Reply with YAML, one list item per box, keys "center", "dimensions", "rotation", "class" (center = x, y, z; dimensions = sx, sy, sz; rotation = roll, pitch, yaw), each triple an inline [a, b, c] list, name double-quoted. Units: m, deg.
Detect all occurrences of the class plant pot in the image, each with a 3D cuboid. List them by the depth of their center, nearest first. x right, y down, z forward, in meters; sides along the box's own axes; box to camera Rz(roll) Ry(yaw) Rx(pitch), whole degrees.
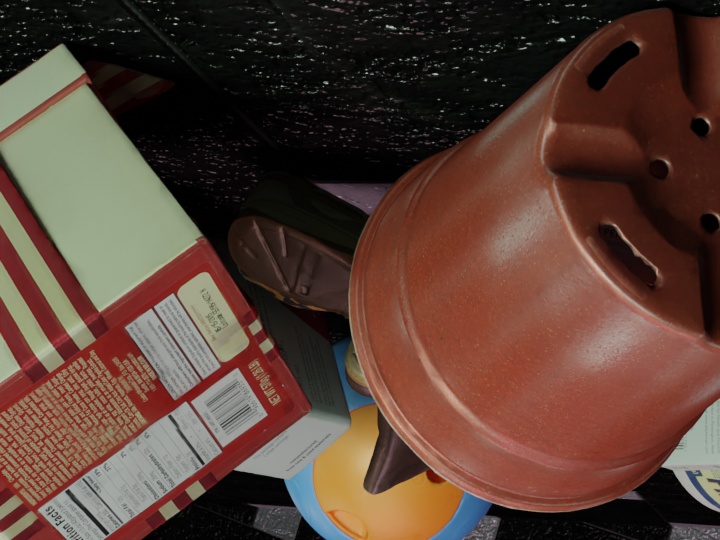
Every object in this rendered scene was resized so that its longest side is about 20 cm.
- center: [0.116, -0.008, 0.683]
  dimensions: [0.199, 0.203, 0.195]
  rotation: [9, 158, -14]
  class: "plant pot"

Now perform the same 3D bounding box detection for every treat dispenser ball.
- center: [0.028, 0.151, 1.298]
  dimensions: [0.198, 0.203, 0.201]
  rotation: [5, 166, 1]
  class: "treat dispenser ball"

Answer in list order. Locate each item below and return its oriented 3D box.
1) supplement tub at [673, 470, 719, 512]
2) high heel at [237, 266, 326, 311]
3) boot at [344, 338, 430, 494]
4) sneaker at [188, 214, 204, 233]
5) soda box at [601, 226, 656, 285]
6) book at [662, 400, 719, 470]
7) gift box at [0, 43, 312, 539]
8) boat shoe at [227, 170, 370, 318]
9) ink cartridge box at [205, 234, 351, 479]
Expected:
- center: [0.342, 0.111, 1.128]
  dimensions: [0.144, 0.147, 0.199]
  rotation: [13, 164, -28]
  class: "supplement tub"
- center: [0.000, 0.000, 0.964]
  dimensions: [0.141, 0.072, 0.200]
  rotation: [2, 176, -12]
  class: "high heel"
- center: [0.036, 0.103, 1.088]
  dimensions: [0.072, 0.168, 0.199]
  rotation: [34, -150, 24]
  class: "boot"
- center: [-0.166, -0.034, 0.893]
  dimensions: [0.198, 0.078, 0.112]
  rotation: [14, 165, -31]
  class: "sneaker"
- center: [0.152, -0.017, 0.849]
  dimensions: [0.198, 0.069, 0.064]
  rotation: [11, 165, -17]
  class: "soda box"
- center: [0.285, 0.062, 0.979]
  dimensions: [0.048, 0.135, 0.199]
  rotation: [17, 163, -42]
  class: "book"
- center: [-0.140, 0.014, 0.751]
  dimensions: [0.199, 0.187, 0.185]
  rotation: [-34, 142, -12]
  class: "gift box"
- center: [0.021, 0.004, 0.883]
  dimensions: [0.199, 0.063, 0.074]
  rotation: [25, 135, 3]
  class: "boat shoe"
- center: [-0.119, 0.051, 1.042]
  dimensions: [0.199, 0.147, 0.083]
  rotation: [17, 134, -37]
  class: "ink cartridge box"
